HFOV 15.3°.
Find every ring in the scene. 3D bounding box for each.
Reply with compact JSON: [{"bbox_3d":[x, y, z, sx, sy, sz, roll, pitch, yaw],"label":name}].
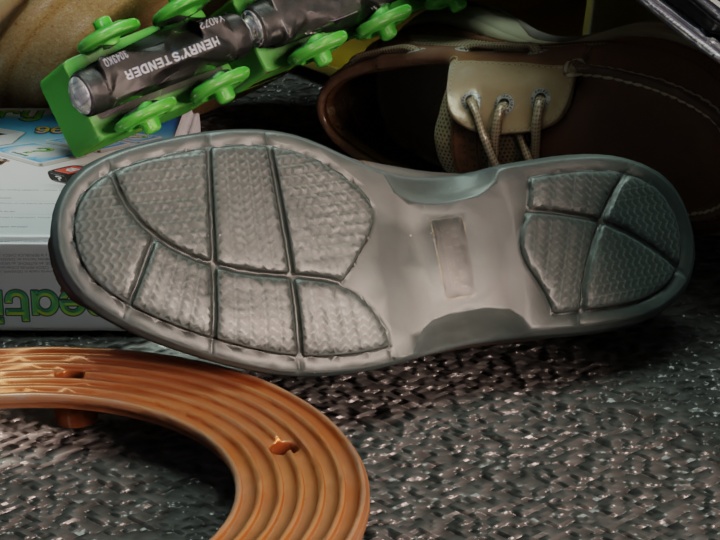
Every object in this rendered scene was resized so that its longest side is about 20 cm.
[{"bbox_3d":[-0.097,0.066,0.701,0.199,0.019,0.201,-2,22,1],"label":"ring"}]

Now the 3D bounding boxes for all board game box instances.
[{"bbox_3d":[-0.158,-0.019,0.898,0.199,0.035,0.126,0,22,4],"label":"board game box"}]

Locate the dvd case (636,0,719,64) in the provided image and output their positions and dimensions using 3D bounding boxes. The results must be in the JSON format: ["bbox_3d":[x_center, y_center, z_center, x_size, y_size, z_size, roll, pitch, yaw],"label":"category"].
[{"bbox_3d":[0.135,-0.082,0.899,0.200,0.016,0.149,18,20,-45],"label":"dvd case"}]

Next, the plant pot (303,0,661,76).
[{"bbox_3d":[0.096,-0.167,1.066,0.176,0.201,0.200,-6,20,-37],"label":"plant pot"}]

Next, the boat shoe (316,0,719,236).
[{"bbox_3d":[0.060,-0.045,0.911,0.072,0.076,0.200,-21,19,-33],"label":"boat shoe"}]

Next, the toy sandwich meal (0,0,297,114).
[{"bbox_3d":[-0.066,-0.116,0.974,0.205,0.070,0.205,-27,-14,-7],"label":"toy sandwich meal"}]

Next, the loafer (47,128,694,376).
[{"bbox_3d":[0.000,0.000,0.804,0.199,0.072,0.063,1,-12,-20],"label":"loafer"}]

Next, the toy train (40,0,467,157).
[{"bbox_3d":[-0.021,-0.087,0.922,0.200,0.042,0.056,-24,-2,-31],"label":"toy train"}]
